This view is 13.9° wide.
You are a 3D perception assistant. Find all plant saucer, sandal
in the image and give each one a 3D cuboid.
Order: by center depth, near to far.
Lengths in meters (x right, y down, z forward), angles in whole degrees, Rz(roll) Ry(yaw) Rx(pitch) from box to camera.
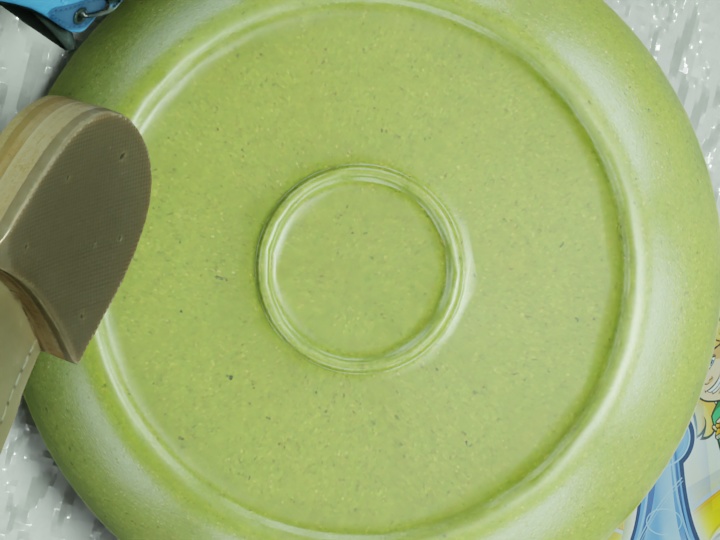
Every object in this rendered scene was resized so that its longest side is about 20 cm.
[{"bbox_3d":[-0.133,0.040,0.740,0.212,0.069,0.078,-59,147,-25],"label":"sandal"},{"bbox_3d":[0.000,0.000,0.798,0.199,0.031,0.201,0,90,1],"label":"plant saucer"}]

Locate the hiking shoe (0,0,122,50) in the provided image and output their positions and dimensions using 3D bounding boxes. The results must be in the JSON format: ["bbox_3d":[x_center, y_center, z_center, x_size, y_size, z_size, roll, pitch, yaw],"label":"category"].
[{"bbox_3d":[-0.072,-0.106,0.787,0.199,0.074,0.087,-11,112,-24],"label":"hiking shoe"}]

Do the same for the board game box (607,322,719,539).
[{"bbox_3d":[0.054,0.098,0.914,0.200,0.034,0.136,-35,115,-26],"label":"board game box"}]
